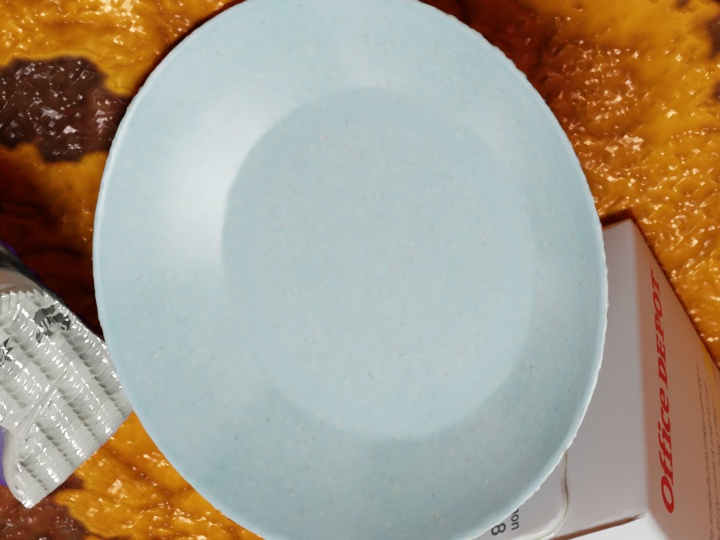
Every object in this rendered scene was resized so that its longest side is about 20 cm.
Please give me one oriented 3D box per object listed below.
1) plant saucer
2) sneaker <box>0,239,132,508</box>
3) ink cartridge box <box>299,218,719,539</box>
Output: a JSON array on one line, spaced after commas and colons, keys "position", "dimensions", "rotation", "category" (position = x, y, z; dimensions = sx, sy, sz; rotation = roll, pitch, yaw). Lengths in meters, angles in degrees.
[{"position": [0.000, 0.000, 0.888], "dimensions": [0.200, 0.039, 0.203], "rotation": [5, 102, 27], "category": "plant saucer"}, {"position": [-0.146, 0.018, 0.953], "dimensions": [0.070, 0.099, 0.200], "rotation": [-44, 160, -10], "category": "sneaker"}, {"position": [0.079, 0.109, 0.979], "dimensions": [0.144, 0.146, 0.200], "rotation": [-17, 133, 20], "category": "ink cartridge box"}]
